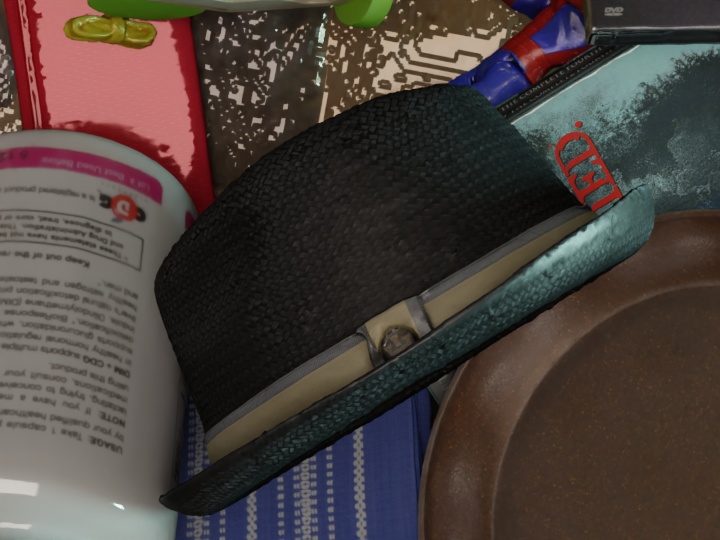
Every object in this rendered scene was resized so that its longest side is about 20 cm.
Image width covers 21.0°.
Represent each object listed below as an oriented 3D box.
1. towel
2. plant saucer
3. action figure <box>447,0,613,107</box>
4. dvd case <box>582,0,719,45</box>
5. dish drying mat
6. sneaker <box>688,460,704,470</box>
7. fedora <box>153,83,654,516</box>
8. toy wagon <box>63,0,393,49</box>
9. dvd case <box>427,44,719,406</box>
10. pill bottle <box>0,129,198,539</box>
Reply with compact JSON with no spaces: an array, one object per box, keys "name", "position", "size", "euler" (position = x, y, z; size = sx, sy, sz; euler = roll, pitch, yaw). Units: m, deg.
[{"name":"towel","position":[-0.068,0.090,0.771],"size":[0.198,0.024,0.146],"euler":[-6,56,4]},{"name":"plant saucer","position":[0.113,0.076,0.700],"size":[0.199,0.034,0.202],"euler":[-18,58,30]},{"name":"action figure","position":[0.036,-0.090,0.762],"size":[0.199,0.065,0.099],"euler":[-34,107,5]},{"name":"dvd case","position":[0.151,-0.178,0.727],"size":[0.147,0.016,0.202],"euler":[-1,70,-3]},{"name":"dish drying mat","position":[-0.109,-0.109,0.794],"size":[0.076,0.018,0.202],"euler":[-7,95,2]},{"name":"sneaker","position":[0.189,0.054,0.763],"size":[0.199,0.075,0.082],"euler":[-28,121,2]},{"name":"fedora","position":[0.000,0.000,0.673],"size":[0.200,0.201,0.092],"euler":[-32,85,5]},{"name":"toy wagon","position":[-0.051,-0.118,0.697],"size":[0.154,0.199,0.040],"euler":[5,83,-33]},{"name":"dvd case","position":[0.104,-0.016,0.763],"size":[0.199,0.022,0.147],"euler":[-30,118,5]},{"name":"pill bottle","position":[-0.121,0.059,0.717],"size":[0.112,0.114,0.202],"euler":[0,57,3]}]
